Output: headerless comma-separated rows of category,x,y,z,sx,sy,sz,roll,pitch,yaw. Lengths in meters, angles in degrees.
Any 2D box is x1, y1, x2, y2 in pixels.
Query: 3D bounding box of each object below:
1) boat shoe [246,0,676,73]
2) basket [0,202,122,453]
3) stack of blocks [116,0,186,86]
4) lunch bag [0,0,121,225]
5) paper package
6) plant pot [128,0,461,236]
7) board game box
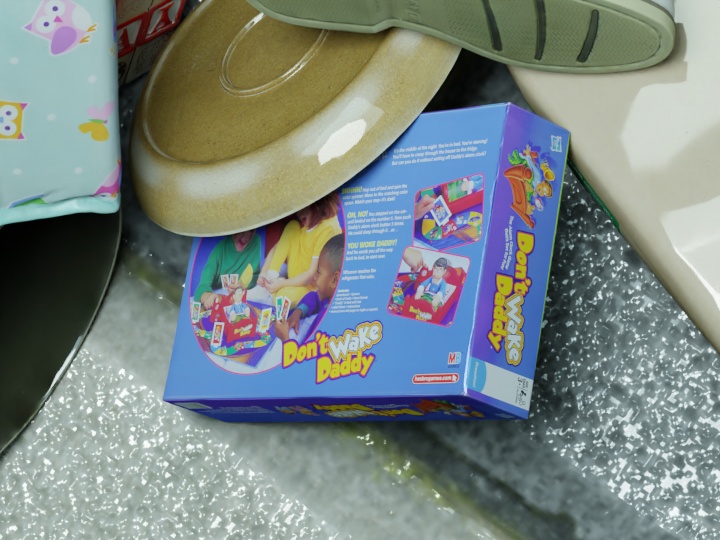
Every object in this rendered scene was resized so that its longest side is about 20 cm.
boat shoe,0.047,-0.142,1.238,0.199,0.075,0.069,12,61,8
basket,-0.245,-0.015,1.360,0.199,0.136,0.181,30,85,24
stack of blocks,-0.173,-0.194,1.383,0.200,0.115,0.058,44,50,16
lunch bag,-0.175,-0.140,1.275,0.121,0.171,0.200,-8,39,-12
paper package,0.194,-0.076,1.274,0.190,0.103,0.200,-37,70,2
plant pot,-0.036,-0.102,1.324,0.199,0.028,0.201,-26,37,22
board game box,0.000,0.000,1.285,0.199,0.045,0.135,-3,72,45
